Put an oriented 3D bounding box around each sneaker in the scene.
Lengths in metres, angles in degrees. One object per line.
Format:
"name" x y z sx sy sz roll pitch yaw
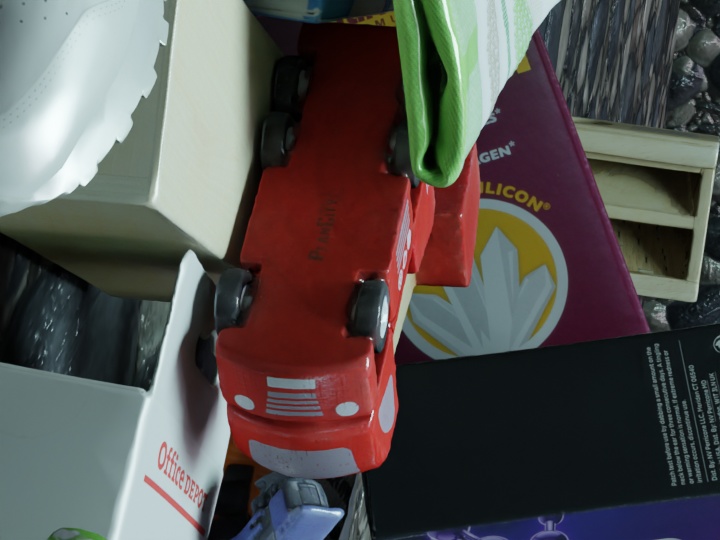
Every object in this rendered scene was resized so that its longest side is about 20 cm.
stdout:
"sneaker" -0.084 -0.104 0.598 0.081 0.076 0.200 73 20 -55

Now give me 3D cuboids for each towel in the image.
"towel" 0.040 -0.127 0.776 0.200 0.031 0.149 -62 145 -63

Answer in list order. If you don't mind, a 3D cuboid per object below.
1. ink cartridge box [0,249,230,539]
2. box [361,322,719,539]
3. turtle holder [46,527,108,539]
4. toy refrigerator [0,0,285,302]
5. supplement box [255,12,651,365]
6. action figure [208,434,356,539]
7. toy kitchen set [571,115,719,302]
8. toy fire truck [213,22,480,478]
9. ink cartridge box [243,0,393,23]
"ink cartridge box" -0.092 0.096 0.718 0.115 0.068 0.200 68 33 -73
"box" 0.080 0.115 0.894 0.200 0.141 0.079 79 7 -49
"turtle holder" -0.086 0.135 0.493 0.132 0.185 0.141 -18 121 -62
"toy refrigerator" -0.067 -0.040 0.737 0.200 0.070 0.076 45 51 -79
"supplement box" 0.038 -0.013 0.972 0.086 0.110 0.200 69 3 -70
"action figure" -0.030 0.113 0.837 0.200 0.104 0.194 -47 -145 44
"toy kitchen set" 0.074 -0.069 1.132 0.200 0.180 0.163 -43 141 -79
"toy fire truck" 0.000 0.000 0.794 0.141 0.049 0.200 84 14 -47
"ink cartridge box" -0.019 -0.161 0.821 0.200 0.085 0.145 -28 127 -75
